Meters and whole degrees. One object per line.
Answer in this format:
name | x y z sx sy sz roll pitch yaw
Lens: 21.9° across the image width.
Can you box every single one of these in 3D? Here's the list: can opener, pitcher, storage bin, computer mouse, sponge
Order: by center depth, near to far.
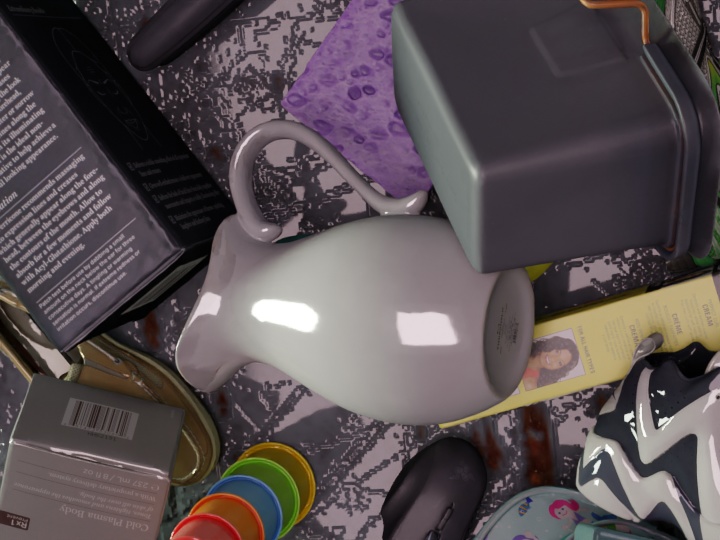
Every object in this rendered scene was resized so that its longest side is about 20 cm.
storage bin | 0.102 -0.096 1.050 0.133 0.201 0.146 -14 138 -10
pitcher | 0.000 0.000 1.104 0.199 0.121 0.173 6 90 27
sponge | 0.049 -0.152 1.175 0.111 0.030 0.201 37 103 5
computer mouse | 0.028 0.198 1.177 0.058 0.034 0.201 28 75 -17
can opener | -0.070 -0.191 1.178 0.199 0.063 0.079 -34 83 14

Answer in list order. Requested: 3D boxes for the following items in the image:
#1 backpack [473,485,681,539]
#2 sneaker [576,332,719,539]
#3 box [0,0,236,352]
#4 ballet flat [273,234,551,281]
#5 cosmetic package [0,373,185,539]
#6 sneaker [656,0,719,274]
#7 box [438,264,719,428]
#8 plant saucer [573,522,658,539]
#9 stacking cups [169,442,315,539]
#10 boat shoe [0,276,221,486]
backpack | 0.144 0.230 1.133 0.199 0.151 0.178 27 71 14
sneaker | 0.230 0.100 1.064 0.198 0.079 0.130 25 112 28
box | -0.186 -0.066 1.175 0.107 0.148 0.200 -38 87 13
ballet flat | 0.036 0.007 1.186 0.198 0.067 0.067 -4 117 15
cosmetic package | -0.185 0.177 1.199 0.106 0.090 0.201 12 117 -5
sneaker | 0.206 -0.104 1.131 0.085 0.078 0.201 -12 103 6
box | 0.141 0.046 1.156 0.199 0.075 0.050 -17 91 15
plant saucer | 0.217 0.196 1.066 0.198 0.019 0.070 13 61 -5
stacking cups | -0.082 0.156 1.152 0.060 0.200 0.061 2 97 14
boat shoe | -0.182 0.076 1.228 0.200 0.076 0.072 37 102 6
